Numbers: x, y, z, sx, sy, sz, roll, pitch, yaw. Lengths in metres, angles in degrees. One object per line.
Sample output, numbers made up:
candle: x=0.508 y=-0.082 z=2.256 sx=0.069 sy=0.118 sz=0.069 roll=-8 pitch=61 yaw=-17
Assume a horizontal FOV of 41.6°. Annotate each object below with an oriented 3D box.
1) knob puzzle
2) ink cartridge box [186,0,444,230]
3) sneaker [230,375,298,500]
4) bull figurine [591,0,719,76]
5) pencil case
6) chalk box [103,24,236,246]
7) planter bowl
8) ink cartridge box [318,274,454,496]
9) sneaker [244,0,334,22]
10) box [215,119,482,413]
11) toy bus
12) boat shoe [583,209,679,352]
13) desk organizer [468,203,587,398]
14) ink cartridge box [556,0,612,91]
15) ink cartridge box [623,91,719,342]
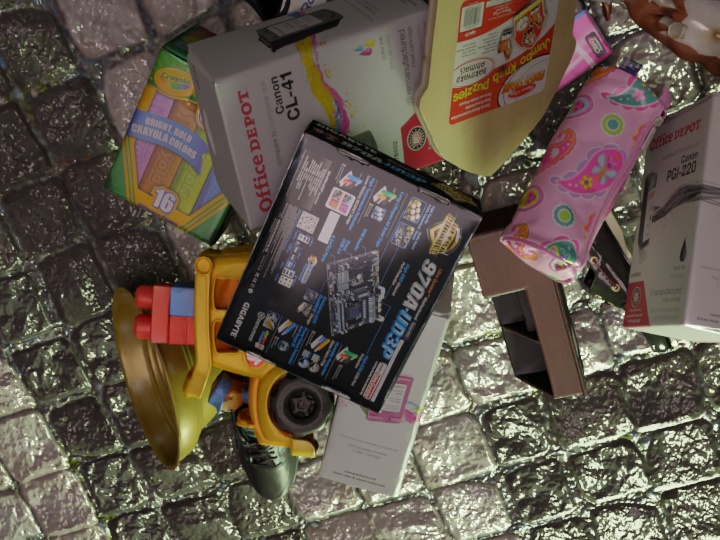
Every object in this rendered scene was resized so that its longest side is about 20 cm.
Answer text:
knob puzzle: x=0.115 y=-0.177 z=0.832 sx=0.030 sy=0.218 sz=0.222 roll=35 pitch=119 yaw=38
ink cartridge box: x=-0.032 y=-0.142 z=0.817 sx=0.198 sy=0.086 sz=0.149 roll=-23 pitch=129 yaw=-16
sneaker: x=-0.118 y=0.183 z=1.072 sx=0.074 sy=0.079 sz=0.202 roll=-5 pitch=112 yaw=9
bull figurine: x=0.287 y=-0.224 z=0.839 sx=0.198 sy=0.122 sz=0.066 roll=22 pitch=111 yaw=-10
pencil case: x=0.208 y=-0.090 z=0.872 sx=0.087 sy=0.087 sz=0.201 roll=32 pitch=81 yaw=-6
chalk box: x=-0.143 y=-0.152 z=0.917 sx=0.123 sy=0.125 sz=0.201 roll=27 pitch=111 yaw=-4
planter bowl: x=-0.196 y=0.105 z=1.023 sx=0.083 sy=0.200 sz=0.203 roll=-16 pitch=114 yaw=-26
ink cartridge box: x=0.027 y=0.090 z=0.924 sx=0.084 sy=0.145 sz=0.202 roll=15 pitch=113 yaw=0
sneaker: x=-0.071 y=-0.298 z=0.821 sx=0.080 sy=0.114 sz=0.202 roll=-7 pitch=91 yaw=44
box: x=-0.012 y=0.000 z=0.790 sx=0.157 sy=0.046 sz=0.202 roll=24 pitch=111 yaw=-4
toy bus: x=-0.118 y=0.070 z=0.904 sx=0.189 sy=0.136 sz=0.203 roll=0 pitch=96 yaw=-7
boat shoe: x=0.255 y=0.000 z=0.955 sx=0.063 sy=0.074 sz=0.202 roll=-31 pitch=100 yaw=17
desk organizer: x=0.173 y=0.035 z=0.980 sx=0.076 sy=0.072 sz=0.202 roll=-14 pitch=109 yaw=15
ink cartridge box: x=0.133 y=-0.194 z=0.914 sx=0.199 sy=0.037 sz=0.095 roll=-33 pitch=105 yaw=20
ink cartridge box: x=0.309 y=-0.042 z=0.849 sx=0.084 sy=0.146 sz=0.203 roll=11 pitch=85 yaw=-4
